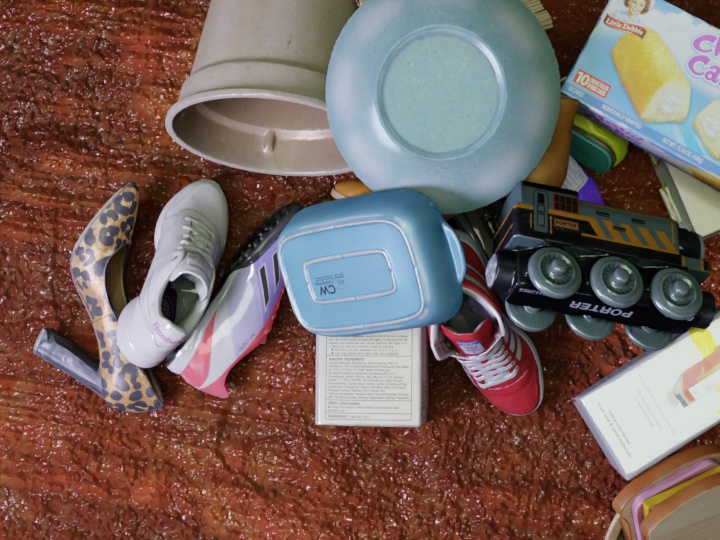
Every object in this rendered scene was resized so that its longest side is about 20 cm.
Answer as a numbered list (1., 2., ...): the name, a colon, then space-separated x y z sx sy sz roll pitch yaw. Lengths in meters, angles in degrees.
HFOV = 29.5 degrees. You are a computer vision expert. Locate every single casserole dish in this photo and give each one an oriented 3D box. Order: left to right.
1. casserole dish: 0.000 0.000 1.165 0.199 0.039 0.122 -8 103 41

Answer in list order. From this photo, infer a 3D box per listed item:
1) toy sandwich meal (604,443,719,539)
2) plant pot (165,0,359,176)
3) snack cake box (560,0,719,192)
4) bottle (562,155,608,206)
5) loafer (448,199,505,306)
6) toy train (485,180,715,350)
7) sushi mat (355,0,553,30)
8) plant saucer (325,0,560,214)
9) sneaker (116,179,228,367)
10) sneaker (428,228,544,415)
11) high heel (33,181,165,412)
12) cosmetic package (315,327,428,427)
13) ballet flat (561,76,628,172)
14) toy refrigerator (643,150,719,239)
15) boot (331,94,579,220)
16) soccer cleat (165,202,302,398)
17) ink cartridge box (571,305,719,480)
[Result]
1. toy sandwich meal: 0.300 0.244 1.194 0.203 0.070 0.207 -7 113 -16
2. plant pot: -0.070 -0.208 1.266 0.198 0.201 0.186 4 75 7
3. snack cake box: 0.286 -0.154 1.195 0.199 0.067 0.116 30 92 9
4. bottle: 0.178 -0.071 1.260 0.065 0.083 0.200 -45 98 -11
5. loafer: 0.107 -0.066 1.286 0.062 0.072 0.201 -29 81 -3
6. toy train: 0.200 -0.006 1.134 0.198 0.085 0.115 10 59 -9
7. sushi mat: 0.089 -0.244 1.271 0.199 0.012 0.096 -23 79 -32
8. plant saucer: 0.067 -0.146 1.130 0.198 0.039 0.204 1 97 6
9. sneaker: -0.156 -0.004 1.272 0.075 0.099 0.202 31 56 -24
10. sneaker: 0.111 0.071 1.217 0.071 0.113 0.201 -24 114 13
11. high heel: -0.215 0.030 1.309 0.142 0.071 0.202 29 102 11
12. cosmetic package: 0.013 0.043 1.277 0.102 0.087 0.203 1 87 8
13. ballet flat: 0.168 -0.165 1.294 0.199 0.067 0.067 30 68 5
14. toy refrigerator: 0.293 -0.129 1.265 0.069 0.076 0.202 -23 84 4
15. boot: 0.082 -0.109 1.186 0.199 0.071 0.146 10 103 0
16. soccer cleat: -0.104 0.027 1.309 0.073 0.068 0.201 36 89 -12
17. ink cartridge box: 0.294 0.096 1.213 0.199 0.145 0.084 -32 82 3
